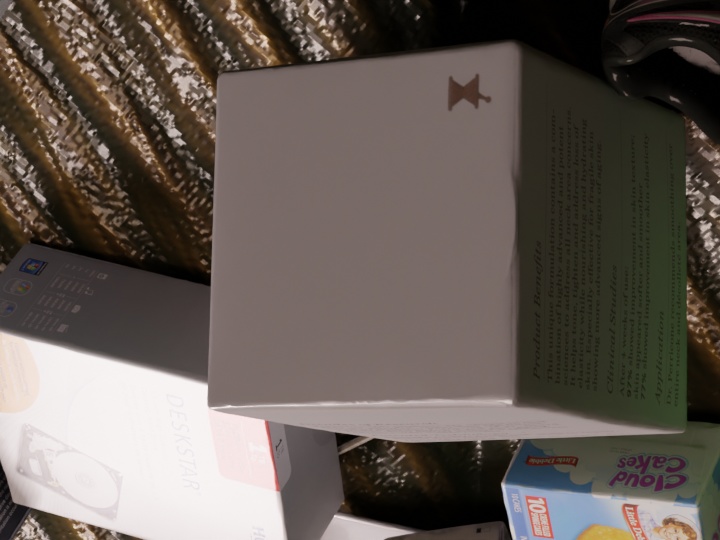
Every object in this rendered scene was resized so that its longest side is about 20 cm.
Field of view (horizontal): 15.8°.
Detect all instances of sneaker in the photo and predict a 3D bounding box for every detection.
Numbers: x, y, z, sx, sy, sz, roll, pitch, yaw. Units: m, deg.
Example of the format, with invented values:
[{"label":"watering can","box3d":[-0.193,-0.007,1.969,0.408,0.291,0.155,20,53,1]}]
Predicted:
[{"label":"sneaker","box3d":[0.204,-0.085,1.232,0.199,0.087,0.081,14,136,14]}]

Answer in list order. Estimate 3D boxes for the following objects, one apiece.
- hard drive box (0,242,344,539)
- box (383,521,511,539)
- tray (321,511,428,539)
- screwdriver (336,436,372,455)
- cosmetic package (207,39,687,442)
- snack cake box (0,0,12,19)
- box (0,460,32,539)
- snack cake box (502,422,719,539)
[{"label":"hard drive box","box3d":[-0.120,0.083,1.547,0.199,0.077,0.157,12,134,23]},{"label":"box","box3d":[0.073,0.248,1.583,0.082,0.069,0.201,-10,128,15]},{"label":"tray","box3d":[0.029,0.225,1.646,0.107,0.022,0.201,11,133,20]},{"label":"screwdriver","box3d":[0.017,0.096,1.535,0.200,0.028,0.029,-36,79,45]},{"label":"cosmetic package","box3d":[0.048,-0.007,1.265,0.165,0.169,0.200,-3,171,30]},{"label":"snack cake box","box3d":[-0.240,-0.119,1.346,0.067,0.200,0.115,37,135,-8]},{"label":"box","box3d":[-0.310,0.093,1.642,0.147,0.105,0.200,-23,117,40]},{"label":"snack cake box","box3d":[0.159,0.177,1.494,0.114,0.067,0.201,6,131,24]}]
